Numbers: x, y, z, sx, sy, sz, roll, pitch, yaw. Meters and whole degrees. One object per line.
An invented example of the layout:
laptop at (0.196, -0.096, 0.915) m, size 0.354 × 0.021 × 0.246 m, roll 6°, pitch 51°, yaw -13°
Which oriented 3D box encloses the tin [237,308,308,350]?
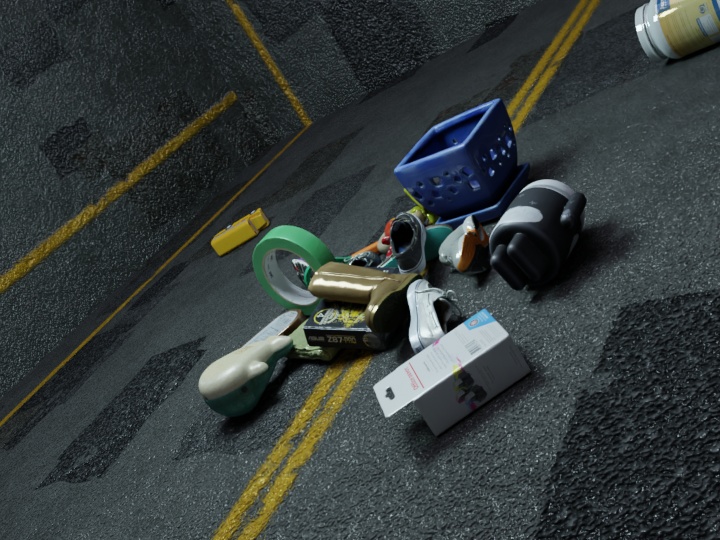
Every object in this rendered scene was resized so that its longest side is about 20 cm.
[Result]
tin at (-0.196, 0.154, 1.800) m, size 0.199 × 0.042 × 0.112 m, roll -41°, pitch 14°, yaw -17°

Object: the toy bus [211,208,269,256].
toy bus at (-0.401, -0.129, 2.846) m, size 0.198 × 0.066 × 0.079 m, roll -28°, pitch 19°, yaw 20°

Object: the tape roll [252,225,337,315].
tape roll at (-0.136, 0.002, 1.809) m, size 0.199 × 0.202 × 0.048 m, roll -17°, pitch 25°, yaw 43°

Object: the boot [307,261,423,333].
boot at (-0.009, 0.046, 1.501) m, size 0.197 × 0.067 × 0.175 m, roll 8°, pitch 25°, yaw 32°

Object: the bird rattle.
bird rattle at (0.099, -0.083, 1.841) m, size 0.163 × 0.112 × 0.202 m, roll -29°, pitch 28°, yaw 55°

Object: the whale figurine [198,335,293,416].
whale figurine at (-0.208, 0.200, 1.613) m, size 0.199 × 0.105 × 0.158 m, roll -34°, pitch 15°, yaw -32°

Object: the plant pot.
plant pot at (0.219, -0.204, 1.733) m, size 0.198 × 0.181 × 0.200 m, roll -17°, pitch 24°, yaw 45°

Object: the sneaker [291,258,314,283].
sneaker at (-0.108, -0.011, 2.004) m, size 0.083 × 0.081 × 0.200 m, roll -30°, pitch 16°, yaw -7°

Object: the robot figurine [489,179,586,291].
robot figurine at (0.281, -0.056, 1.345) m, size 0.148 × 0.126 × 0.200 m, roll 9°, pitch 41°, yaw 31°

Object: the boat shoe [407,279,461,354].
boat shoe at (0.126, 0.065, 1.386) m, size 0.085 × 0.075 × 0.203 m, roll -29°, pitch 21°, yaw 18°

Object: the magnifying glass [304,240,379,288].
magnifying glass at (-0.035, -0.013, 1.897) m, size 0.198 × 0.081 × 0.022 m, roll -27°, pitch 12°, yaw -11°

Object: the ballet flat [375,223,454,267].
ballet flat at (0.101, -0.034, 1.705) m, size 0.198 × 0.069 × 0.068 m, roll -32°, pitch 9°, yaw 7°

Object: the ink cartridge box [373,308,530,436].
ink cartridge box at (0.123, 0.151, 1.181) m, size 0.198 × 0.068 × 0.115 m, roll -34°, pitch 17°, yaw 1°

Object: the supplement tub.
supplement tub at (0.696, -0.535, 1.782) m, size 0.198 × 0.146 × 0.145 m, roll -17°, pitch 24°, yaw 43°

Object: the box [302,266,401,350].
box at (0.005, 0.067, 1.566) m, size 0.159 × 0.050 × 0.201 m, roll 3°, pitch 35°, yaw 26°

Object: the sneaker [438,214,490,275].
sneaker at (0.183, -0.027, 1.547) m, size 0.091 × 0.076 × 0.200 m, roll -35°, pitch 9°, yaw 22°

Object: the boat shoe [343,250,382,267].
boat shoe at (0.000, 0.000, 1.798) m, size 0.074 × 0.062 × 0.201 m, roll -28°, pitch 18°, yaw 24°

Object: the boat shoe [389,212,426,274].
boat shoe at (0.083, -0.066, 1.623) m, size 0.069 × 0.067 × 0.201 m, roll -21°, pitch 32°, yaw 16°

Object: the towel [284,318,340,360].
towel at (-0.071, 0.122, 1.658) m, size 0.148 × 0.037 × 0.199 m, roll -43°, pitch 19°, yaw -29°
